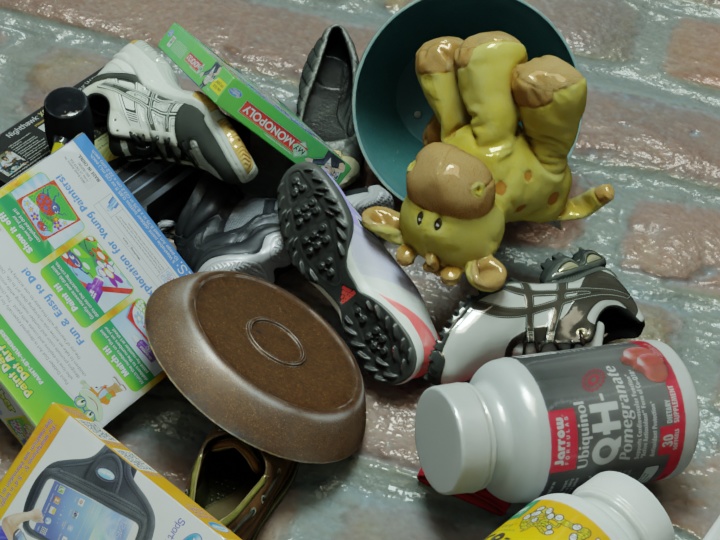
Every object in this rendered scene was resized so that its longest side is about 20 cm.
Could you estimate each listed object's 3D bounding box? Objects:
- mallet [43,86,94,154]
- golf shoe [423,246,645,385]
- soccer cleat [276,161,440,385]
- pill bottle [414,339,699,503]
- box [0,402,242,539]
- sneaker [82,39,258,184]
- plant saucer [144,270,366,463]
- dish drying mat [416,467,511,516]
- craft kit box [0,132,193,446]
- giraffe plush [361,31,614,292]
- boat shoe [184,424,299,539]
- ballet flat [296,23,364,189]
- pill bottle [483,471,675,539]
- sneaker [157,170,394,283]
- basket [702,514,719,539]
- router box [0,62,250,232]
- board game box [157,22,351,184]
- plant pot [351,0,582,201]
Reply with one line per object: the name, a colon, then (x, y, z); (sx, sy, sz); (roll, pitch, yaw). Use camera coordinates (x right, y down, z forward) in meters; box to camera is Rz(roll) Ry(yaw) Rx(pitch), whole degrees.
mallet: (-0.262, -0.056, 1.588); (0.041, 0.066, 0.200); (9, 60, 6)
golf shoe: (0.144, 0.051, 1.543); (0.200, 0.078, 0.094); (-27, 54, -28)
soccer cleat: (0.000, 0.000, 1.571); (0.073, 0.068, 0.200); (-15, 71, -58)
pill bottle: (0.147, 0.117, 1.461); (0.200, 0.111, 0.111); (-6, 45, -24)
box: (-0.174, 0.197, 1.362); (0.200, 0.041, 0.119); (34, 92, 27)
sneaker: (-0.165, -0.114, 1.632); (0.088, 0.076, 0.200); (-40, 48, -12)
plant saucer: (-0.073, 0.065, 1.491); (0.200, 0.034, 0.200); (28, 29, -17)
dish drying mat: (0.119, 0.111, 1.546); (0.077, 0.018, 0.200); (22, 46, 14)
craft kit box: (-0.231, 0.023, 1.507); (0.200, 0.049, 0.197); (53, 51, -2)
giraffe plush: (0.088, -0.072, 1.546); (0.172, 0.200, 0.162); (5, 38, 47)
boat shoe: (-0.088, 0.148, 1.447); (0.072, 0.068, 0.200); (11, 45, 5)
ballet flat: (-0.031, -0.148, 1.762); (0.066, 0.057, 0.200); (1, 45, -5)
pill bottle: (0.130, 0.228, 1.362); (0.200, 0.113, 0.113); (-33, 57, -33)
sneaker: (-0.075, -0.047, 1.640); (0.200, 0.076, 0.114); (-25, 55, -25)
basket: (0.264, 0.264, 1.330); (0.123, 0.136, 0.200); (32, 49, 18)
router box: (-0.219, -0.093, 1.686); (0.157, 0.052, 0.200); (32, 50, 24)
board game box: (-0.094, -0.144, 1.662); (0.135, 0.029, 0.200); (35, 5, -27)
plant pot: (0.086, -0.151, 1.709); (0.200, 0.200, 0.135); (1, 8, -6)
